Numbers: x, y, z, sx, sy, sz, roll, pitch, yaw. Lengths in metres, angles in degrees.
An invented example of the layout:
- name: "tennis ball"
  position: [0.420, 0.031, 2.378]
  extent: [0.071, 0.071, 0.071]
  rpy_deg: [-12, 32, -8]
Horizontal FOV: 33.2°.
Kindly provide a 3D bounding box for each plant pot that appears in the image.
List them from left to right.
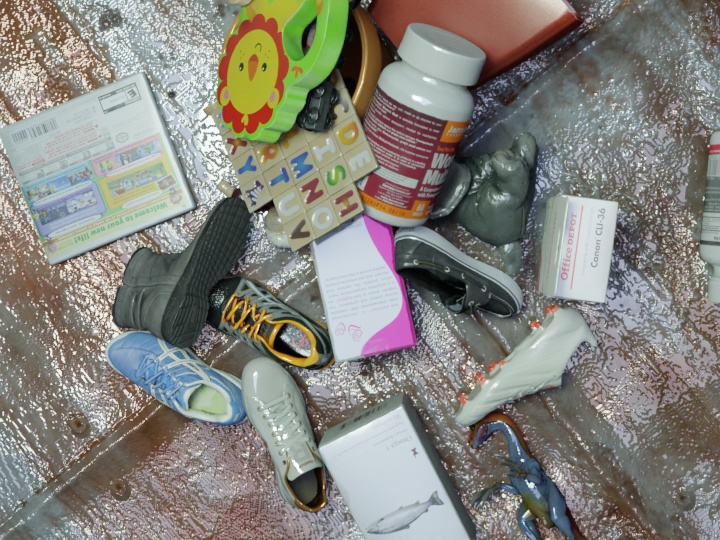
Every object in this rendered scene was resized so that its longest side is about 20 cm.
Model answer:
- name: "plant pot"
  position: [-0.045, -0.225, 1.404]
  extent: [0.199, 0.140, 0.201]
  rpy_deg: [-2, 86, 30]
- name: "plant pot"
  position: [0.123, -0.307, 1.394]
  extent: [0.176, 0.200, 0.200]
  rpy_deg: [-39, 90, 16]

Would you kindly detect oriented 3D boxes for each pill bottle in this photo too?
- name: "pill bottle"
  position: [0.058, -0.157, 1.313]
  extent: [0.109, 0.110, 0.201]
  rpy_deg: [23, 114, 2]
- name: "pill bottle"
  position: [0.457, -0.060, 1.415]
  extent: [0.110, 0.111, 0.201]
  rpy_deg: [5, 93, 3]

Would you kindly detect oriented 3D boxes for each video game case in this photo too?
- name: "video game case"
  position: [-0.328, -0.127, 1.508]
  extent: [0.199, 0.022, 0.183]
  rpy_deg: [-21, 91, 4]

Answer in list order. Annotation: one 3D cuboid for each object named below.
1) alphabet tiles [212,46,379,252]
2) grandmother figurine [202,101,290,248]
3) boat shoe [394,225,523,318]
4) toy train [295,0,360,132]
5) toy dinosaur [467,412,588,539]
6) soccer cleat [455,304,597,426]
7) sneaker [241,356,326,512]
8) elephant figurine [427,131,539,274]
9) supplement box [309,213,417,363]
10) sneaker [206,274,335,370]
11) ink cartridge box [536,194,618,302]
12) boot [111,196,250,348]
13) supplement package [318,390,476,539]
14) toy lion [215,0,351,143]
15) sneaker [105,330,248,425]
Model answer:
- name: "alphabet tiles"
  position: [-0.070, -0.131, 1.327]
  extent: [0.167, 0.008, 0.201]
  rpy_deg: [-29, 72, 25]
- name: "grandmother figurine"
  position: [-0.125, -0.118, 1.476]
  extent: [0.121, 0.060, 0.201]
  rpy_deg: [-27, 89, 34]
- name: "boat shoe"
  position: [0.114, 0.018, 1.420]
  extent: [0.200, 0.070, 0.067]
  rpy_deg: [34, 55, -35]
- name: "toy train"
  position: [-0.035, -0.247, 1.296]
  extent: [0.046, 0.034, 0.201]
  rpy_deg: [10, 85, 40]
- name: "toy dinosaur"
  position: [0.202, 0.265, 1.482]
  extent: [0.105, 0.199, 0.182]
  rpy_deg: [-26, 65, 40]
- name: "soccer cleat"
  position: [0.200, 0.127, 1.464]
  extent: [0.200, 0.069, 0.078]
  rpy_deg: [-44, 92, 2]
- name: "sneaker"
  position: [-0.081, 0.199, 1.457]
  extent: [0.073, 0.085, 0.201]
  rpy_deg: [-25, 105, -20]
- name: "elephant figurine"
  position: [0.106, -0.110, 1.441]
  extent: [0.199, 0.142, 0.156]
  rpy_deg: [9, 49, 12]
- name: "supplement box"
  position: [0.000, 0.000, 1.452]
  extent: [0.101, 0.103, 0.201]
  rpy_deg: [-12, 90, 3]
- name: "sneaker"
  position: [-0.120, 0.062, 1.475]
  extent: [0.199, 0.077, 0.079]
  rpy_deg: [24, 96, 4]
- name: "ink cartridge box"
  position: [0.248, -0.025, 1.385]
  extent: [0.067, 0.200, 0.117]
  rpy_deg: [7, 93, 4]
- name: "boot"
  position: [-0.226, -0.012, 1.468]
  extent: [0.131, 0.070, 0.201]
  rpy_deg: [18, 75, 39]
- name: "supplement package"
  position: [0.047, 0.265, 1.453]
  extent: [0.116, 0.117, 0.201]
  rpy_deg: [-27, 91, 4]
- name: "toy lion"
  position: [-0.087, -0.234, 1.286]
  extent: [0.068, 0.199, 0.193]
  rpy_deg: [6, 88, -39]
- name: "sneaker"
  position: [-0.223, 0.131, 1.485]
  extent: [0.199, 0.077, 0.076]
  rpy_deg: [23, 95, 4]
